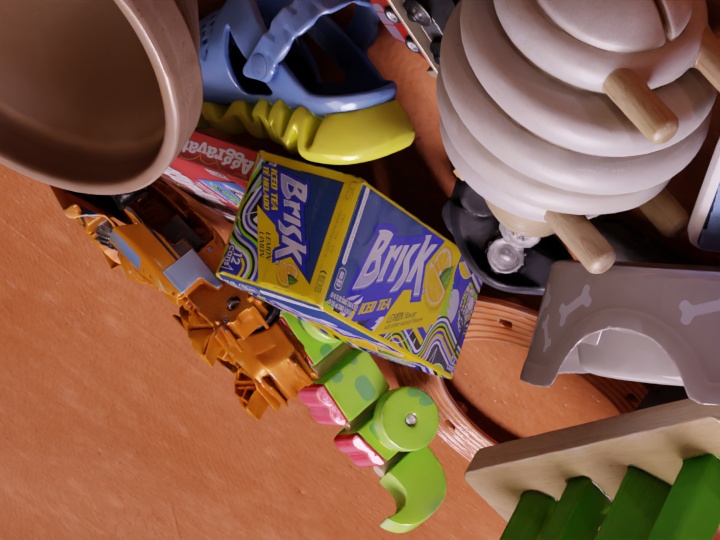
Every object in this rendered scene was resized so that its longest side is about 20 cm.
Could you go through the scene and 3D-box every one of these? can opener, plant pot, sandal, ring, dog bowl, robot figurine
[{"bbox_3d":[0.134,0.002,1.256,0.199,0.079,0.064,26,112,6],"label":"can opener"},{"bbox_3d":[-0.144,-0.139,1.119,0.200,0.093,0.202,25,148,17],"label":"plant pot"},{"bbox_3d":[-0.049,-0.112,1.249,0.199,0.079,0.088,13,112,43],"label":"sandal"},{"bbox_3d":[0.106,0.078,1.426,0.199,0.019,0.201,24,149,15],"label":"ring"},{"bbox_3d":[0.174,0.028,1.139,0.198,0.059,0.200,3,-178,0],"label":"dog bowl"},{"bbox_3d":[-0.109,-0.009,1.395,0.200,0.058,0.145,44,173,35],"label":"robot figurine"}]

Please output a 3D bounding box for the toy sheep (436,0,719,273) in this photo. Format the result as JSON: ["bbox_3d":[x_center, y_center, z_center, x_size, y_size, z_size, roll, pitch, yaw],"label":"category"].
[{"bbox_3d":[0.098,-0.087,1.070,0.137,0.138,0.201,30,137,5],"label":"toy sheep"}]

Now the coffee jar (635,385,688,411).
[{"bbox_3d":[0.229,0.142,1.332,0.104,0.086,0.200,-8,131,49],"label":"coffee jar"}]

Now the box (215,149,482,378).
[{"bbox_3d":[0.000,0.000,1.275,0.064,0.071,0.200,16,174,24],"label":"box"}]

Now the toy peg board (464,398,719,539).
[{"bbox_3d":[0.164,0.178,1.263,0.199,0.098,0.199,45,146,-19],"label":"toy peg board"}]

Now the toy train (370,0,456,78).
[{"bbox_3d":[0.030,-0.126,1.176,0.046,0.034,0.200,16,150,51],"label":"toy train"}]

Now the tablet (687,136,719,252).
[{"bbox_3d":[0.249,-0.034,1.045,0.198,0.014,0.130,7,149,-1],"label":"tablet"}]

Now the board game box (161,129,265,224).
[{"bbox_3d":[-0.062,-0.043,1.322,0.102,0.020,0.200,21,174,23],"label":"board game box"}]

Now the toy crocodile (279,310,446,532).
[{"bbox_3d":[-0.013,0.064,1.449,0.201,0.062,0.067,56,158,-8],"label":"toy crocodile"}]
